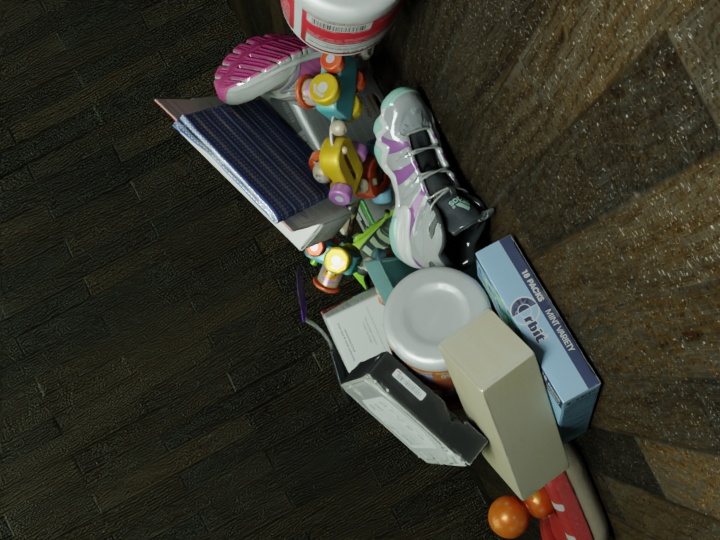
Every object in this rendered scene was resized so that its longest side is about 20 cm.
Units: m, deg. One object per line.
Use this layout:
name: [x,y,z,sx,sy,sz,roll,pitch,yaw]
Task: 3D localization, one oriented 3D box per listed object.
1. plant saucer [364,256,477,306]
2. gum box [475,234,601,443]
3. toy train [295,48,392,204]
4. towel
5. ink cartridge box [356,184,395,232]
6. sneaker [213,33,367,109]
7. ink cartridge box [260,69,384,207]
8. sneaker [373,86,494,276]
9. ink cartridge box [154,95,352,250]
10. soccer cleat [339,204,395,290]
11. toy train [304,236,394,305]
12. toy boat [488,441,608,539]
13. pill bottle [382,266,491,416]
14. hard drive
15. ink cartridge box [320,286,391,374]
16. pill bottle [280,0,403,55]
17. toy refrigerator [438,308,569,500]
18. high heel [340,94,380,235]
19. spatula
plant saucer: [0.083,0.007,1.275,0.199,0.019,0.070,-9,-112,-51]
gum box: [0.177,0.078,1.143,0.171,0.044,0.200,62,176,21]
toy train: [-0.016,-0.151,1.188,0.150,0.055,0.202,-52,-41,-53]
towel: [-0.101,-0.116,1.158,0.145,0.024,0.200,45,-159,3]
ink cartridge box: [0.020,-0.127,1.595,0.148,0.083,0.200,63,177,-5]
sneaker: [-0.063,-0.210,1.201,0.081,0.199,0.089,35,142,48]
ink cartridge box: [-0.019,-0.164,1.339,0.161,0.047,0.200,62,-149,-2]
sneaker: [0.086,-0.086,1.155,0.140,0.077,0.202,25,134,52]
ink cartridge box: [-0.118,-0.104,1.188,0.200,0.045,0.176,44,-159,8]
soccer cleat: [0.049,-0.040,1.443,0.081,0.067,0.200,56,139,1]
toy train: [0.000,0.000,1.325,0.199,0.056,0.150,17,-171,-28]
toy boat: [0.218,0.285,1.378,0.201,0.130,0.131,65,176,-25]
pill bottle: [0.091,0.086,1.199,0.113,0.111,0.200,61,177,27]
hard drive: [0.051,0.151,1.197,0.140,0.038,0.200,42,168,-2]
ink cartridge box: [0.055,0.053,1.495,0.145,0.199,0.084,-168,53,-85]
pill bottle: [-0.015,-0.250,0.968,0.113,0.112,0.200,63,176,-1]
toy refrigerator: [0.147,0.134,1.105,0.076,0.070,0.201,47,168,44]
high heel: [0.000,-0.142,1.431,0.142,0.071,0.202,2,-101,-57]
spatula: [-0.049,0.090,1.458,0.057,0.020,0.201,-88,-25,-68]
